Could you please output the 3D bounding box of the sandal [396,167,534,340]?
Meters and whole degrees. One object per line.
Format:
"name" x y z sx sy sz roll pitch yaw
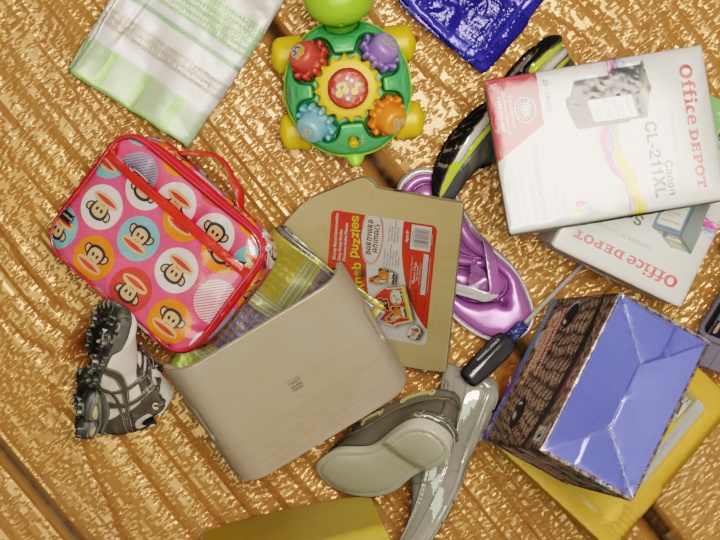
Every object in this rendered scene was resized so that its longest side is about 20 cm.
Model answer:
"sandal" 0.099 -0.009 1.545 0.082 0.050 0.203 -36 96 4

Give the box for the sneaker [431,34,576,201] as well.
"sneaker" 0.149 -0.135 1.514 0.081 0.074 0.200 44 88 -11

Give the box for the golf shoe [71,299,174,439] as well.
"golf shoe" -0.225 0.095 1.510 0.094 0.200 0.078 5 56 -15

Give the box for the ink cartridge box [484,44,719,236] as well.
"ink cartridge box" 0.223 -0.119 1.427 0.200 0.083 0.146 -10 89 4

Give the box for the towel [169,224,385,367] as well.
"towel" -0.086 0.067 1.549 0.144 0.023 0.200 41 104 1

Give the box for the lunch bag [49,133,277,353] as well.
"lunch bag" -0.183 -0.036 1.512 0.200 0.082 0.176 39 97 8

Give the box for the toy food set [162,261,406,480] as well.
"toy food set" -0.070 0.098 1.503 0.200 0.060 0.144 -31 115 -4

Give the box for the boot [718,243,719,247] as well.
"boot" 0.471 -0.032 1.535 0.200 0.077 0.155 32 100 -11

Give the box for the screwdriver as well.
"screwdriver" 0.176 0.042 1.544 0.200 0.029 0.028 -42 110 -8

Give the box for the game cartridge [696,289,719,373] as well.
"game cartridge" 0.421 0.028 1.520 0.130 0.038 0.200 18 118 -15

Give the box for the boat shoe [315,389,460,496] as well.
"boat shoe" 0.029 0.170 1.521 0.072 0.202 0.060 39 53 -16

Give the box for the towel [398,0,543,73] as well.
"towel" 0.130 -0.312 1.509 0.148 0.050 0.200 40 95 -6

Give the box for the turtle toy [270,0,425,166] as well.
"turtle toy" -0.015 -0.199 1.495 0.146 0.101 0.200 -7 97 0

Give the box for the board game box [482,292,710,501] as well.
"board game box" 0.213 0.113 1.435 0.097 0.200 0.159 29 82 -7

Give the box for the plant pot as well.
"plant pot" -0.034 0.330 1.519 0.176 0.200 0.200 -25 97 -4

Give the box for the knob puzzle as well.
"knob puzzle" 0.000 0.000 1.545 0.220 0.030 0.220 5 108 16

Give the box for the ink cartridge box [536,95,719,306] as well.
"ink cartridge box" 0.283 -0.084 1.515 0.145 0.088 0.200 26 93 -4

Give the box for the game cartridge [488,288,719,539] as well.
"game cartridge" 0.250 0.149 1.554 0.176 0.032 0.200 42 80 -5

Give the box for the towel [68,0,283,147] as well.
"towel" -0.177 -0.242 1.524 0.149 0.031 0.200 32 96 -4

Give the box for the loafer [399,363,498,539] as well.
"loafer" 0.075 0.191 1.564 0.070 0.070 0.200 22 89 2
